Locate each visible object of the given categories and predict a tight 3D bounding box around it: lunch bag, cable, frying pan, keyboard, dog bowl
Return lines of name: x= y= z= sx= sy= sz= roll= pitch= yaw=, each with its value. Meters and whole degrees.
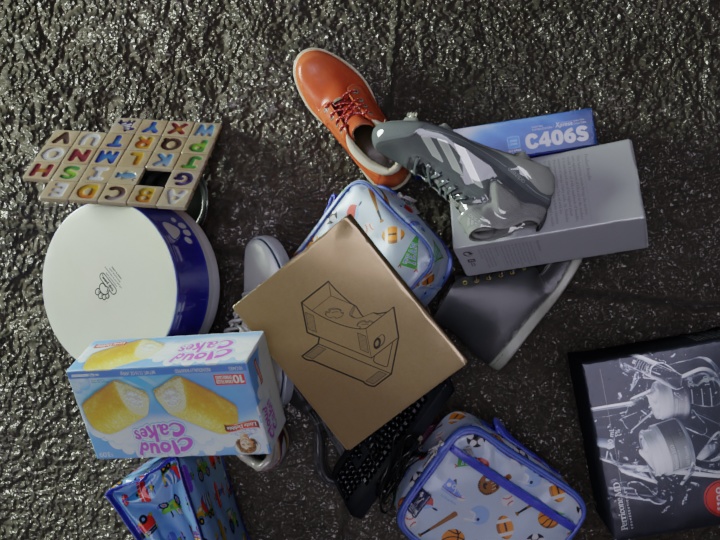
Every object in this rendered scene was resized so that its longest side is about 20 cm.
lunch bag: x=-0.181 y=0.301 z=0.943 sx=0.094 sy=0.151 sz=0.200 roll=-29 pitch=88 yaw=5
cable: x=-0.052 y=0.160 z=0.990 sx=0.097 sy=0.050 sz=0.200 roll=-31 pitch=98 yaw=13
lunch bag: x=0.143 y=0.259 z=0.931 sx=0.200 sy=0.076 sz=0.160 roll=35 pitch=97 yaw=-10
lunch bag: x=0.000 y=0.000 z=0.934 sx=0.160 sy=0.076 sz=0.200 roll=47 pitch=109 yaw=22
frying pan: x=-0.266 y=-0.081 z=1.004 sx=0.190 sy=0.031 sz=0.115 roll=-6 pitch=91 yaw=20
keyboard: x=0.030 y=0.183 z=0.909 sx=0.040 sy=0.104 sz=0.200 roll=19 pitch=110 yaw=-39
dog bowl: x=-0.267 y=0.017 z=0.951 sx=0.200 sy=0.079 sz=0.200 roll=1 pitch=92 yaw=25

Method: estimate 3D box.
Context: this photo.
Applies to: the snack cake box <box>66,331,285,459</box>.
snack cake box: x=-0.191 y=0.133 z=0.867 sx=0.200 sy=0.067 sz=0.115 roll=-5 pitch=113 yaw=13

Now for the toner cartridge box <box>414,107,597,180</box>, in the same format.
toner cartridge box: x=0.158 y=-0.142 z=0.936 sx=0.200 sy=0.095 sz=0.043 roll=-8 pitch=89 yaw=4

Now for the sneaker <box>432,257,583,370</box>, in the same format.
sneaker: x=0.173 y=0.007 z=0.946 sx=0.106 sy=0.075 sz=0.200 roll=35 pitch=95 yaw=2

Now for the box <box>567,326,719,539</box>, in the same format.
box: x=0.346 y=0.178 z=0.921 sx=0.182 sy=0.104 sz=0.200 roll=-11 pitch=90 yaw=6

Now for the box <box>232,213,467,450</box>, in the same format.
box: x=-0.012 y=0.066 z=0.870 sx=0.163 sy=0.021 sz=0.200 roll=-38 pitch=92 yaw=12

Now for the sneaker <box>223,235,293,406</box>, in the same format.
sneaker: x=-0.114 y=0.060 z=0.920 sx=0.073 sy=0.071 sz=0.200 roll=-5 pitch=88 yaw=41

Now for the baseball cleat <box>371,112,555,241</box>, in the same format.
baseball cleat: x=0.098 y=-0.092 z=0.847 sx=0.200 sy=0.070 sz=0.106 roll=16 pitch=71 yaw=9

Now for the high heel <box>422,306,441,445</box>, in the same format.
high heel: x=0.043 y=0.125 z=0.965 sx=0.096 sy=0.067 sz=0.200 roll=-6 pitch=104 yaw=-5

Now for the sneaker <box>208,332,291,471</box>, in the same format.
sneaker: x=-0.158 y=0.148 z=0.969 sx=0.075 sy=0.090 sz=0.200 roll=-43 pitch=87 yaw=4

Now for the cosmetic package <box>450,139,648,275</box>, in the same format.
cosmetic package: x=0.203 y=-0.066 z=0.901 sx=0.200 sy=0.071 sz=0.101 roll=-9 pitch=61 yaw=17

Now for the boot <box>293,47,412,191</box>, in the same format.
boot: x=-0.010 y=-0.183 z=0.945 sx=0.075 sy=0.107 sz=0.200 roll=-39 pitch=86 yaw=6

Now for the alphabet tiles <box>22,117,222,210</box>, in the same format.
alphabet tiles: x=-0.277 y=-0.130 z=0.956 sx=0.200 sy=0.167 sz=0.008 roll=4 pitch=133 yaw=5
